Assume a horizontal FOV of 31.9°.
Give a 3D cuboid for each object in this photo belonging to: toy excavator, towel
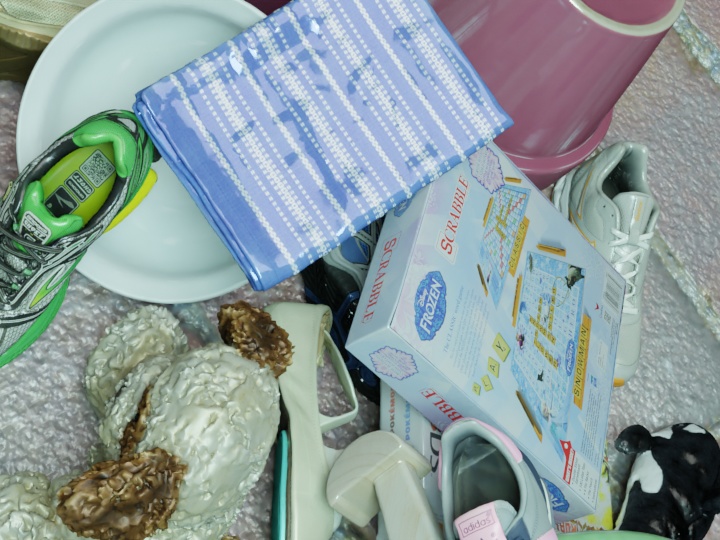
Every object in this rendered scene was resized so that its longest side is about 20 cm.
[{"bbox_3d":[0.015,0.207,0.674,0.201,0.194,0.100,-54,130,-8],"label":"toy excavator"},{"bbox_3d":[-0.022,-0.097,0.769,0.199,0.024,0.146,-34,86,-14],"label":"towel"}]

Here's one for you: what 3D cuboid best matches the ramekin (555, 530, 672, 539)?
[{"bbox_3d":[0.131,0.235,0.750,0.197,0.201,0.099,11,52,-20],"label":"ramekin"}]

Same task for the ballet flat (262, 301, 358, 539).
[{"bbox_3d":[-0.030,0.106,0.801,0.069,0.070,0.202,7,54,-22],"label":"ballet flat"}]

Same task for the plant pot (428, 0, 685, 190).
[{"bbox_3d":[0.123,-0.177,0.880,0.197,0.179,0.203,11,64,-24],"label":"plant pot"}]

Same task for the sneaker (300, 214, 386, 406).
[{"bbox_3d":[0.000,0.000,0.883,0.076,0.076,0.202,-17,74,-28],"label":"sneaker"}]

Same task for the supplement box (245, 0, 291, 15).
[{"bbox_3d":[0.019,-0.214,1.003,0.198,0.086,0.111,-25,77,-34],"label":"supplement box"}]

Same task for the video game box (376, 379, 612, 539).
[{"bbox_3d":[0.093,0.119,0.842,0.199,0.047,0.185,25,57,-38],"label":"video game box"}]

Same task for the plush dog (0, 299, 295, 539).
[{"bbox_3d":[-0.105,0.108,0.713,0.160,0.172,0.201,36,53,-4],"label":"plush dog"}]

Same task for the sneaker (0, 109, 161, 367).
[{"bbox_3d":[-0.202,-0.019,0.754,0.078,0.085,0.201,38,92,-2],"label":"sneaker"}]

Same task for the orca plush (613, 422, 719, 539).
[{"bbox_3d":[0.220,0.157,0.876,0.199,0.071,0.107,-11,81,-52],"label":"orca plush"}]

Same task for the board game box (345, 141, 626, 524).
[{"bbox_3d":[0.092,0.026,0.821,0.199,0.041,0.202,42,44,-25],"label":"board game box"}]

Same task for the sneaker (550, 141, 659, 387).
[{"bbox_3d":[0.193,-0.012,0.974,0.075,0.092,0.203,11,60,-19],"label":"sneaker"}]

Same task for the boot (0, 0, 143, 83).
[{"bbox_3d":[-0.243,-0.213,0.884,0.197,0.073,0.157,11,58,-19],"label":"boot"}]

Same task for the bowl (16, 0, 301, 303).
[{"bbox_3d":[-0.119,-0.083,0.838,0.198,0.090,0.204,0,95,1],"label":"bowl"}]

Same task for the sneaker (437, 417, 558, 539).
[{"bbox_3d":[0.074,0.166,0.646,0.082,0.070,0.201,53,15,-41],"label":"sneaker"}]
